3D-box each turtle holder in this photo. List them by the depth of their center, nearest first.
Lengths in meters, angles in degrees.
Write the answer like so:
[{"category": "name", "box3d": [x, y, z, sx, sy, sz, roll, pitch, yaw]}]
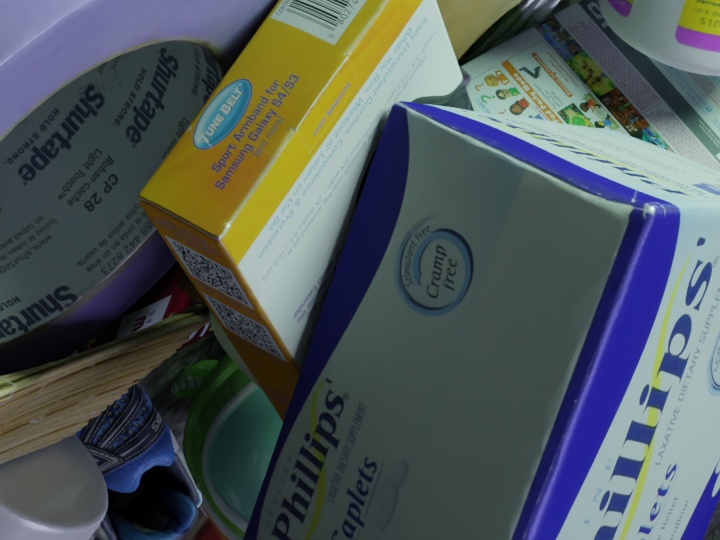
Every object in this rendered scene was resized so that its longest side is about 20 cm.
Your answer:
[{"category": "turtle holder", "box3d": [0.002, 0.090, 1.063, 0.184, 0.132, 0.142, -20, 135, -3]}]

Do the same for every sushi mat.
[{"category": "sushi mat", "box3d": [-0.122, 0.053, 0.750, 0.095, 0.012, 0.200, -40, 175, 17]}]

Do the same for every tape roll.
[{"category": "tape roll", "box3d": [-0.120, -0.050, 0.680, 0.200, 0.085, 0.200, -40, 161, -16]}]

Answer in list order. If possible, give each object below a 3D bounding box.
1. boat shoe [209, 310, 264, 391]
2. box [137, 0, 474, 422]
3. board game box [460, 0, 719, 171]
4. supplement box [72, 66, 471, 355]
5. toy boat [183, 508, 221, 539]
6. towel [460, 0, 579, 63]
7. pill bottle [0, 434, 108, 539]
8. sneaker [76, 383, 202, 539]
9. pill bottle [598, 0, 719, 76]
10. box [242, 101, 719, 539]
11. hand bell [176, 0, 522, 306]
[{"category": "boat shoe", "box3d": [0.000, 0.000, 0.869, 0.068, 0.072, 0.200, -47, 171, 28]}, {"category": "box", "box3d": [-0.003, -0.016, 0.735, 0.120, 0.041, 0.200, -56, 154, -17]}, {"category": "board game box", "box3d": [0.132, -0.058, 1.043, 0.199, 0.148, 0.064, -29, 162, -33]}, {"category": "supplement box", "box3d": [-0.050, -0.035, 0.901, 0.199, 0.061, 0.109, -29, 155, -40]}, {"category": "toy boat", "box3d": [-0.033, 0.168, 1.249, 0.200, 0.131, 0.131, -44, 161, -7]}, {"category": "towel", "box3d": [0.142, -0.164, 1.102, 0.200, 0.031, 0.149, -48, 161, 6]}, {"category": "pill bottle", "box3d": [-0.200, 0.146, 0.865, 0.201, 0.114, 0.114, -52, 161, 17]}, {"category": "sneaker", "box3d": [-0.122, 0.112, 1.012, 0.077, 0.085, 0.200, -39, 161, -18]}, {"category": "pill bottle", "box3d": [0.181, -0.200, 0.965, 0.104, 0.104, 0.201, -29, 143, -41]}, {"category": "box", "box3d": [0.068, 0.045, 0.756, 0.199, 0.104, 0.186, -1, 113, -60]}, {"category": "hand bell", "box3d": [-0.005, -0.069, 0.798, 0.201, 0.104, 0.104, -54, 161, 7]}]
